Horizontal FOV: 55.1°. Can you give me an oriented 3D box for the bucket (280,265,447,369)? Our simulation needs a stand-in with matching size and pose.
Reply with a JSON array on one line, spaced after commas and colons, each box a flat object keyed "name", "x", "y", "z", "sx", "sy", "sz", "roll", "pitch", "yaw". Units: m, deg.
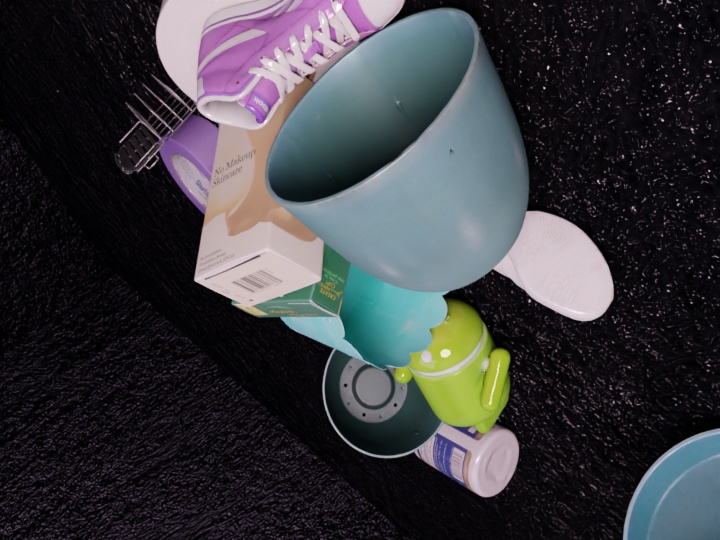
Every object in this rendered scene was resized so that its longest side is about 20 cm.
[{"name": "bucket", "x": 0.000, "y": 0.000, "z": 0.793, "sx": 0.133, "sy": 0.208, "sz": 0.209, "roll": 13, "pitch": 143, "yaw": 42}]

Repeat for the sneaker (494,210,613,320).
[{"name": "sneaker", "x": 0.160, "y": -0.017, "z": 0.675, "sx": 0.199, "sy": 0.075, "sz": 0.089, "roll": 41, "pitch": 172, "yaw": 29}]

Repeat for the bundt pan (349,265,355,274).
[{"name": "bundt pan", "x": -0.096, "y": -0.048, "z": 0.917, "sx": 0.202, "sy": 0.202, "sz": 0.076, "roll": 45, "pitch": 170, "yaw": -1}]

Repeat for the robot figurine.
[{"name": "robot figurine", "x": 0.124, "y": 0.121, "z": 0.902, "sx": 0.174, "sy": 0.116, "sz": 0.202, "roll": 12, "pitch": 141, "yaw": 48}]

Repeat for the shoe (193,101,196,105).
[{"name": "shoe", "x": -0.131, "y": -0.210, "z": 0.862, "sx": 0.091, "sy": 0.072, "sz": 0.198, "roll": 41, "pitch": 159, "yaw": -30}]

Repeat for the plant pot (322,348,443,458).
[{"name": "plant pot", "x": 0.032, "y": 0.185, "z": 1.103, "sx": 0.201, "sy": 0.201, "sz": 0.161, "roll": 44, "pitch": 169, "yaw": 1}]

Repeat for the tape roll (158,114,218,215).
[{"name": "tape roll", "x": -0.252, "y": -0.161, "z": 1.173, "sx": 0.199, "sy": 0.066, "sz": 0.201, "roll": 39, "pitch": 157, "yaw": 19}]

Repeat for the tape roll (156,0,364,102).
[{"name": "tape roll", "x": -0.093, "y": -0.213, "z": 0.662, "sx": 0.198, "sy": 0.038, "sz": 0.204, "roll": 3, "pitch": 152, "yaw": 2}]

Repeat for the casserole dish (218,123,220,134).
[{"name": "casserole dish", "x": -0.090, "y": -0.143, "z": 0.827, "sx": 0.196, "sy": 0.039, "sz": 0.121, "roll": 21, "pitch": 165, "yaw": -5}]

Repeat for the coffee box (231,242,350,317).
[{"name": "coffee box", "x": -0.053, "y": -0.053, "z": 0.693, "sx": 0.121, "sy": 0.204, "sz": 0.044, "roll": -5, "pitch": 154, "yaw": 41}]

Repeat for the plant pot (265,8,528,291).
[{"name": "plant pot", "x": 0.046, "y": -0.080, "z": 0.572, "sx": 0.199, "sy": 0.202, "sz": 0.161, "roll": 16, "pitch": 156, "yaw": 51}]

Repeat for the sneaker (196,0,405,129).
[{"name": "sneaker", "x": -0.051, "y": -0.175, "z": 0.568, "sx": 0.197, "sy": 0.116, "sz": 0.073, "roll": -14, "pitch": 146, "yaw": 27}]

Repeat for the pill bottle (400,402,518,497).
[{"name": "pill bottle", "x": 0.154, "y": 0.279, "z": 1.141, "sx": 0.198, "sy": 0.111, "sz": 0.112, "roll": 19, "pitch": 147, "yaw": 49}]

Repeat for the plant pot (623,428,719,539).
[{"name": "plant pot", "x": 0.380, "y": 0.279, "z": 0.631, "sx": 0.187, "sy": 0.202, "sz": 0.199, "roll": 37, "pitch": 164, "yaw": -25}]

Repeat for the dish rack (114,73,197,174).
[{"name": "dish rack", "x": -0.241, "y": -0.212, "z": 0.855, "sx": 0.054, "sy": 0.201, "sz": 0.153, "roll": 42, "pitch": 178, "yaw": -32}]

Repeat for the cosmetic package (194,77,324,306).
[{"name": "cosmetic package", "x": -0.087, "y": -0.080, "z": 0.653, "sx": 0.104, "sy": 0.204, "sz": 0.071, "roll": -21, "pitch": 145, "yaw": 35}]
